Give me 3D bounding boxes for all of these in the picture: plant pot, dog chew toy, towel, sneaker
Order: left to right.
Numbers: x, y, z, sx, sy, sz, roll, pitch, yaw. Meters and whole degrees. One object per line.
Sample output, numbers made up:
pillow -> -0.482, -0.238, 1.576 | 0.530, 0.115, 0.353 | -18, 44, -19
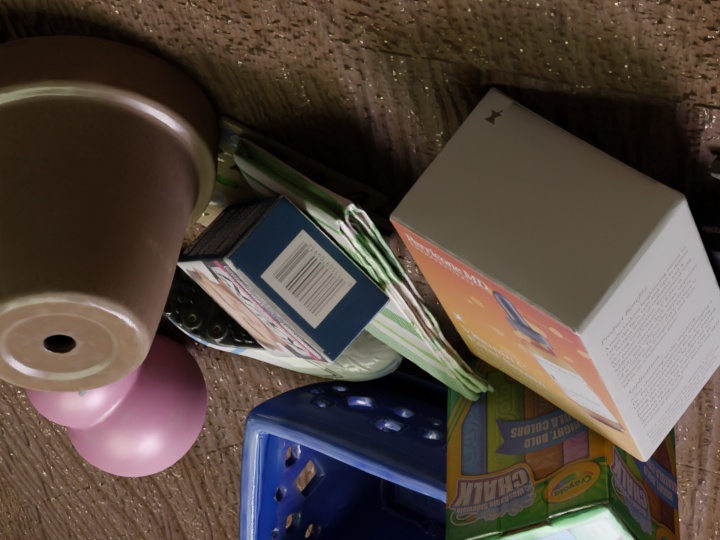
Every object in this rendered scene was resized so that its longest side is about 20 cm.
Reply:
plant pot -> -0.188, -0.022, 1.465 | 0.199, 0.175, 0.201 | -3, 145, -2
dog chew toy -> -0.219, 0.082, 1.881 | 0.124, 0.125, 0.200 | -9, 138, 46
sneaker -> -0.063, 0.040, 1.738 | 0.199, 0.072, 0.073 | 16, 166, 7
towel -> 0.000, 0.000, 1.527 | 0.152, 0.023, 0.200 | 32, 165, 50
plant pot -> 0.033, 0.189, 1.792 | 0.199, 0.180, 0.201 | 19, 120, 27

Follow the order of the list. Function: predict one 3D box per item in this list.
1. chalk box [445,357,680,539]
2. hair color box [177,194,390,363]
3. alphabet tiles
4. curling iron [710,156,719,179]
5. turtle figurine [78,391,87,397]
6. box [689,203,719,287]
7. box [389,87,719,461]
chalk box -> 0.137, 0.158, 1.532 | 0.123, 0.201, 0.124 | -19, 137, 23
hair color box -> -0.056, 0.006, 1.533 | 0.100, 0.061, 0.200 | 44, 171, -9
alphabet tiles -> -0.076, -0.056, 1.603 | 0.199, 0.006, 0.166 | 26, 155, -22
curling iron -> 0.305, -0.037, 1.358 | 0.199, 0.050, 0.026 | 14, 157, 19
turtle figurine -> -0.253, 0.014, 1.667 | 0.143, 0.201, 0.194 | 7, 155, -15
box -> 0.284, 0.011, 1.423 | 0.143, 0.036, 0.200 | 34, 165, -36
box -> 0.129, 0.006, 1.415 | 0.152, 0.106, 0.200 | 33, 168, 31
